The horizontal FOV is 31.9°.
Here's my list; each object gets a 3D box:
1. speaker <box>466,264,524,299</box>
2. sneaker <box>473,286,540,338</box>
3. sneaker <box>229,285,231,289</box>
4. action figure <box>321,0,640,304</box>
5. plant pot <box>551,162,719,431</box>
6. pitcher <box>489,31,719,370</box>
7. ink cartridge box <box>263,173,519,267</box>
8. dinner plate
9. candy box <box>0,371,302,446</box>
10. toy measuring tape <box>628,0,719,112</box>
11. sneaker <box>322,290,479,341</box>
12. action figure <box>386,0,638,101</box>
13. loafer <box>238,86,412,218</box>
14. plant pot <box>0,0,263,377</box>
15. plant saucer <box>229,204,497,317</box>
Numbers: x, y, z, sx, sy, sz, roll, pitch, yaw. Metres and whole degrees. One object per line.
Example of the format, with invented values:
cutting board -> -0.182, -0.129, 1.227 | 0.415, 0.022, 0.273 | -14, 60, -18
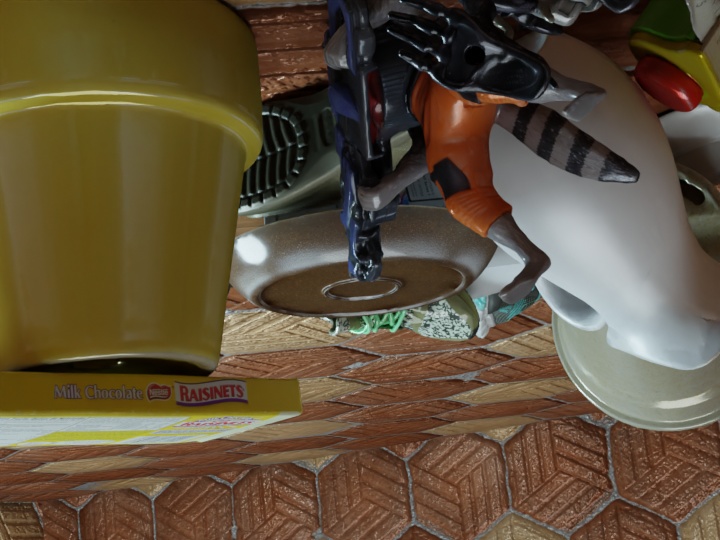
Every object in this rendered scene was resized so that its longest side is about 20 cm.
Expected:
speaker -> 0.078, -0.008, 1.124 | 0.199, 0.082, 0.081 | -17, 163, 38
sneaker -> 0.144, 0.009, 1.284 | 0.091, 0.078, 0.200 | -23, 169, 3
sneaker -> -0.143, -0.010, 1.039 | 0.081, 0.078, 0.200 | -18, 164, 18
action figure -> 0.045, -0.070, 0.674 | 0.104, 0.194, 0.201 | -24, 139, -24
plant pot -> 0.234, 0.007, 0.998 | 0.199, 0.202, 0.184 | -10, 157, 16
pitcher -> 0.126, -0.038, 0.772 | 0.121, 0.200, 0.171 | -47, -162, -23
ink cartridge box -> 0.037, -0.051, 0.922 | 0.198, 0.085, 0.145 | -7, 166, 6
dinner plate -> 0.298, -0.097, 0.987 | 0.198, 0.024, 0.200 | -6, 167, -1
candy box -> -0.139, 0.077, 0.690 | 0.199, 0.027, 0.102 | 6, 159, -43
toy measuring tape -> 0.170, -0.140, 0.683 | 0.073, 0.074, 0.200 | -13, 155, 25
sneaker -> 0.002, 0.032, 1.073 | 0.198, 0.089, 0.077 | 19, 138, 1
action figure -> 0.073, -0.146, 0.525 | 0.119, 0.102, 0.200 | -48, -174, 30
loafer -> -0.020, -0.076, 0.814 | 0.199, 0.077, 0.067 | -16, 157, 34
plant pot -> -0.148, -0.033, 0.696 | 0.199, 0.191, 0.201 | -6, 165, -2
plant saucer -> 0.000, 0.000, 0.874 | 0.198, 0.032, 0.200 | -5, 164, -1
